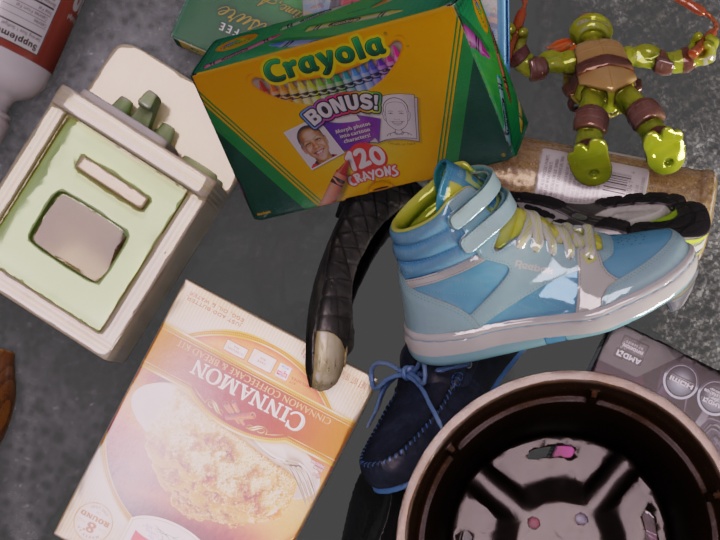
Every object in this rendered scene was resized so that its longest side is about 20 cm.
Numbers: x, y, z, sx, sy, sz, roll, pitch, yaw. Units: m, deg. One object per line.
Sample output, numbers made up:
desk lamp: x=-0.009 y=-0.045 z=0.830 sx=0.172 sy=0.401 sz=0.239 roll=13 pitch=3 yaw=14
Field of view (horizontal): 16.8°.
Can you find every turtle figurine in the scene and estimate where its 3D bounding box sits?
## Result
turtle figurine: x=0.162 y=-0.130 z=1.709 sx=0.199 sy=0.065 sz=0.162 roll=1 pitch=46 yaw=-10

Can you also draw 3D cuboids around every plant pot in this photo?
plant pot: x=0.123 y=0.165 z=1.471 sx=0.200 sy=0.198 sz=0.201 roll=0 pitch=85 yaw=2

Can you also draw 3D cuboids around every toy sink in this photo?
toy sink: x=-0.173 y=-0.053 z=1.707 sx=0.130 sy=0.112 sz=0.200 roll=33 pitch=88 yaw=3

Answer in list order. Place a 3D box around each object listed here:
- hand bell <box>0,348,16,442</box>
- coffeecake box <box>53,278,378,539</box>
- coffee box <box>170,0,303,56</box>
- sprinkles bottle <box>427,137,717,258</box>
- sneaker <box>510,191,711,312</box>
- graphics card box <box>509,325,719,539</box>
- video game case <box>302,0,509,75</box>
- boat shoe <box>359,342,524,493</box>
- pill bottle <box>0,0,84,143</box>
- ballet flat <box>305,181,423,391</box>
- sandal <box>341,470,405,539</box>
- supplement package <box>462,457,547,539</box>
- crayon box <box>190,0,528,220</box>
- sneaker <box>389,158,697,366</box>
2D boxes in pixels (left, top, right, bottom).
hand bell: x=-0.276 y=0.152 z=1.721 sx=0.104 sy=0.104 sz=0.201 roll=10 pitch=74 yaw=2
coffeecake box: x=-0.100 y=0.130 z=1.712 sx=0.153 sy=0.073 sz=0.200 roll=27 pitch=87 yaw=2
coffee box: x=-0.043 y=-0.231 z=1.749 sx=0.123 sy=0.044 sz=0.201 roll=22 pitch=86 yaw=2
sprinkles bottle: x=0.148 y=-0.056 z=1.720 sx=0.199 sy=0.068 sz=0.068 roll=11 pitch=86 yaw=2
sneaker: x=0.139 y=-0.004 z=1.671 sx=0.199 sy=0.074 sz=0.081 roll=2 pitch=119 yaw=8
graphics card box: x=0.177 y=0.148 z=1.595 sx=0.125 sy=0.051 sz=0.200 roll=26 pitch=85 yaw=4
video game case: x=0.030 y=-0.189 z=1.654 sx=0.143 sy=0.018 sz=0.201 roll=5 pitch=120 yaw=14
boat shoe: x=0.047 y=0.071 z=1.673 sx=0.084 sy=0.200 sz=0.069 roll=-10 pitch=120 yaw=35
pill bottle: x=-0.255 y=-0.192 z=1.719 sx=0.112 sy=0.112 sz=0.201 roll=23 pitch=88 yaw=3
ballet flat: x=0.000 y=0.000 z=1.683 sx=0.057 sy=0.067 sz=0.200 roll=17 pitch=53 yaw=0
sandal: x=-0.016 y=0.231 z=1.699 sx=0.048 sy=0.075 sz=0.201 roll=16 pitch=82 yaw=-27
supplement package: x=0.140 y=0.188 z=1.678 sx=0.199 sy=0.120 sz=0.122 roll=-7 pitch=84 yaw=1
crayon box: x=0.000 y=-0.117 z=1.658 sx=0.199 sy=0.058 sz=0.119 roll=-13 pitch=116 yaw=23
sneaker: x=0.112 y=-0.022 z=1.583 sx=0.199 sy=0.080 sz=0.131 roll=-16 pitch=111 yaw=3
